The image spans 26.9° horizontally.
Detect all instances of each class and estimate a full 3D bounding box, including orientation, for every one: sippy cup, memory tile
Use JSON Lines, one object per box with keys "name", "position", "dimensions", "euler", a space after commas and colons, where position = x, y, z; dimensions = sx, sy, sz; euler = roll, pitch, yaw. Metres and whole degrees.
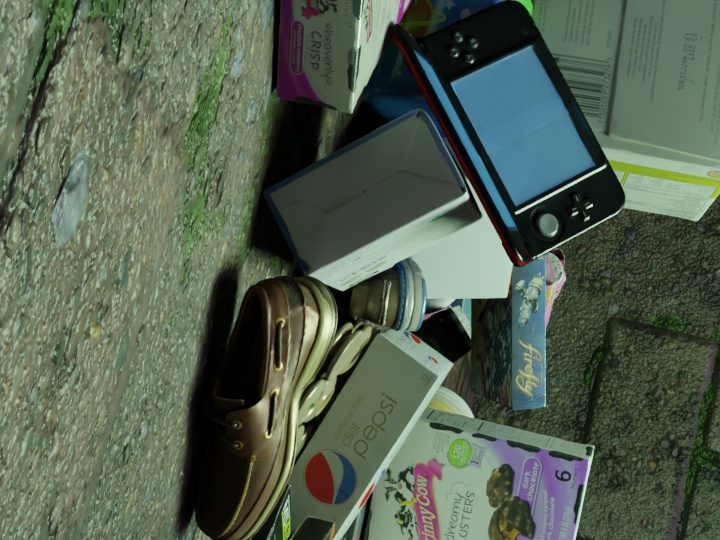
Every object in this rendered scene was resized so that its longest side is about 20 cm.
{"name": "sippy cup", "position": [0.066, -0.191, 1.295], "dimensions": [0.140, 0.176, 0.132], "euler": [156, -45, -74]}
{"name": "memory tile", "position": [-0.032, 0.111, 1.308], "dimensions": [0.154, 0.017, 0.200], "euler": [-56, 170, 3]}

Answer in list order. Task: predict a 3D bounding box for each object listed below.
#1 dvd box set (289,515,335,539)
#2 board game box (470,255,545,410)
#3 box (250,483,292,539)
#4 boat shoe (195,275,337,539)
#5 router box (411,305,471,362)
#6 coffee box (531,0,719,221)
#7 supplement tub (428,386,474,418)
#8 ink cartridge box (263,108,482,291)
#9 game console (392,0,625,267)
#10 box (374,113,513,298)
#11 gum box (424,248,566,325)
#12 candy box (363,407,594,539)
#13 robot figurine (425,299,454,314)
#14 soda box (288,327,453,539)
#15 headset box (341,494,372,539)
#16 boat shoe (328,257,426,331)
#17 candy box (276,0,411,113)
{"name": "dvd box set", "position": [-0.064, 0.324, 1.255], "dimensions": [0.146, 0.029, 0.202], "euler": [-39, 139, -75]}
{"name": "board game box", "position": [0.137, 0.021, 1.409], "dimensions": [0.135, 0.034, 0.203], "euler": [-164, -106, -78]}
{"name": "box", "position": [-0.103, 0.302, 1.230], "dimensions": [0.201, 0.047, 0.194], "euler": [91, 13, -47]}
{"name": "boat shoe", "position": [-0.082, 0.097, 1.058], "dimensions": [0.067, 0.072, 0.202], "euler": [8, 105, -47]}
{"name": "router box", "position": [0.039, 0.098, 1.504], "dimensions": [0.148, 0.051, 0.200], "euler": [-34, 175, 9]}
{"name": "coffee box", "position": [0.247, -0.178, 1.398], "dimensions": [0.198, 0.198, 0.202], "euler": [73, 27, -79]}
{"name": "supplement tub", "position": [0.062, 0.222, 1.761], "dimensions": [0.200, 0.144, 0.147], "euler": [-46, 148, -70]}
{"name": "ink cartridge box", "position": [0.017, -0.048, 1.167], "dimensions": [0.077, 0.135, 0.200], "euler": [64, 6, 9]}
{"name": "game console", "position": [0.121, -0.114, 1.168], "dimensions": [0.171, 0.202, 0.119], "euler": [-27, 177, -22]}
{"name": "box", "position": [0.075, -0.079, 1.382], "dimensions": [0.201, 0.096, 0.126], "euler": [-107, -160, -56]}
{"name": "gum box", "position": [0.137, 0.015, 1.755], "dimensions": [0.114, 0.198, 0.067], "euler": [94, 13, -48]}
{"name": "candy box", "position": [0.109, 0.233, 1.443], "dimensions": [0.072, 0.198, 0.170], "euler": [-23, 124, -77]}
{"name": "robot figurine", "position": [0.067, -0.026, 1.561], "dimensions": [0.170, 0.112, 0.200], "euler": [-54, -179, 28]}
{"name": "soda box", "position": [-0.001, 0.150, 1.334], "dimensions": [0.201, 0.068, 0.064], "euler": [-58, 170, 15]}
{"name": "headset box", "position": [-0.025, 0.238, 1.492], "dimensions": [0.200, 0.074, 0.150], "euler": [10, 93, -80]}
{"name": "boat shoe", "position": [0.000, 0.000, 1.319], "dimensions": [0.200, 0.072, 0.073], "euler": [-143, -119, -73]}
{"name": "candy box", "position": [-0.002, -0.225, 1.081], "dimensions": [0.201, 0.060, 0.137], "euler": [-66, 166, -50]}
